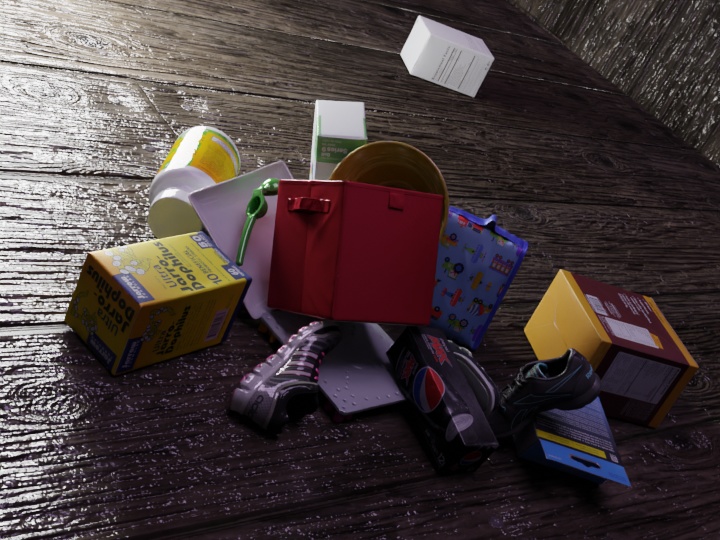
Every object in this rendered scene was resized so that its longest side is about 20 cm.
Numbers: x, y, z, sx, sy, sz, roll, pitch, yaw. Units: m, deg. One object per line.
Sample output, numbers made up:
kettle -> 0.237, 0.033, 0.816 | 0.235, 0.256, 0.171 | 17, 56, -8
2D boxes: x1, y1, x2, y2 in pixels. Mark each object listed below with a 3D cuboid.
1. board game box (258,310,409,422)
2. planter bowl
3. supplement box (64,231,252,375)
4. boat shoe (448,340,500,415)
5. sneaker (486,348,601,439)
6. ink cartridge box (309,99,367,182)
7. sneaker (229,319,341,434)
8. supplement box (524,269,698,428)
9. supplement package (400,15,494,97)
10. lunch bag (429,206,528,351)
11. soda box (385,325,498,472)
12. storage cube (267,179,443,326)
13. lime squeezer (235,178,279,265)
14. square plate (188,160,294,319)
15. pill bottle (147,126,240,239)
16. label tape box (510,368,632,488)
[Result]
board game box -> -0.019, 0.124, 1.509 | 0.198, 0.026, 0.200 | -5, 42, -47
planter bowl -> 0.046, -0.094, 1.671 | 0.199, 0.202, 0.083 | 34, 5, 12
supplement box -> -0.251, 0.036, 1.352 | 0.109, 0.111, 0.199 | 40, 30, 23
boat shoe -> 0.144, 0.145, 1.531 | 0.059, 0.077, 0.200 | 1, 23, -33
sneaker -> 0.231, 0.167, 1.497 | 0.080, 0.197, 0.076 | 57, 16, -31
ink cartridge box -> -0.040, -0.158, 1.769 | 0.086, 0.203, 0.146 | 2, 32, -4
sneaker -> -0.077, 0.139, 1.365 | 0.087, 0.074, 0.199 | 41, 44, 10
supplement box -> 0.411, 0.129, 1.781 | 0.197, 0.134, 0.198 | 16, 29, -22
supplement package -> 0.223, -0.554, 2.788 | 0.197, 0.121, 0.122 | 15, 31, -23
lunch bag -> 0.162, -0.001, 1.699 | 0.149, 0.202, 0.094 | 26, 27, -4
soda box -> 0.109, 0.172, 1.461 | 0.070, 0.064, 0.202 | 8, 43, -38
storage cube -> -0.007, -0.025, 1.484 | 0.197, 0.183, 0.170 | 6, 1, -38
lime squeezer -> -0.134, -0.086, 1.542 | 0.037, 0.072, 0.200 | 5, 34, 33
square plate -> -0.138, -0.046, 1.564 | 0.199, 0.028, 0.200 | -26, 86, -45
pill bottle -> -0.253, -0.124, 1.613 | 0.110, 0.112, 0.201 | 24, 34, -8
label tape box -> 0.294, 0.245, 1.551 | 0.142, 0.064, 0.201 | 20, 29, -14
